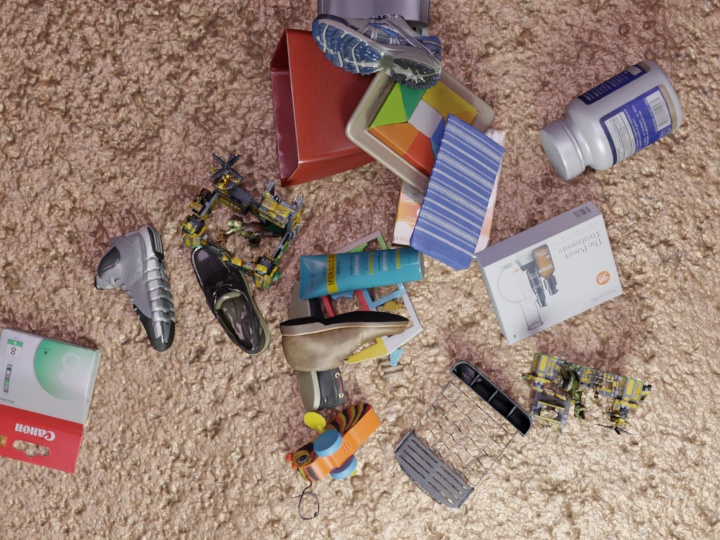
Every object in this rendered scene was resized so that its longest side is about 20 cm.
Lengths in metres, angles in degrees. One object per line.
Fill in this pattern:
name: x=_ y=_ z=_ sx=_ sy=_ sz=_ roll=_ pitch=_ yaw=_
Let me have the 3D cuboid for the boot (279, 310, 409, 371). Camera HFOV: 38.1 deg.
boot: x=-0.022 y=0.105 z=1.583 sx=0.196 sy=0.074 sz=0.077 roll=-7 pitch=97 yaw=-5

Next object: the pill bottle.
pill bottle: x=0.384 y=-0.227 z=1.618 sx=0.198 sy=0.120 sz=0.121 roll=-28 pitch=86 yaw=0

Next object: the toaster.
toaster: x=0.024 y=-0.413 z=1.600 sx=0.177 sy=0.200 sz=0.121 roll=1 pitch=82 yaw=1

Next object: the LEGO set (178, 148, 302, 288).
LEGO set: x=-0.180 y=-0.081 z=1.599 sx=0.199 sy=0.116 sz=0.154 roll=36 pitch=65 yaw=10

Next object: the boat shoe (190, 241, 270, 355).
boat shoe: x=-0.206 y=0.041 z=1.644 sx=0.073 sy=0.065 sz=0.202 roll=-34 pitch=85 yaw=1

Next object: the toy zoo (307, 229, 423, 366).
toy zoo: x=0.013 y=0.056 z=1.630 sx=0.129 sy=0.020 sz=0.203 roll=-24 pitch=79 yaw=6

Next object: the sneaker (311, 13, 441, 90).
sneaker: x=0.027 y=-0.329 z=1.499 sx=0.197 sy=0.077 sz=0.086 roll=20 pitch=60 yaw=-4

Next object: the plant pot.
plant pot: x=-0.035 y=-0.248 z=1.604 sx=0.173 sy=0.200 sz=0.204 roll=-5 pitch=86 yaw=-13

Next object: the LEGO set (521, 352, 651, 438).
LEGO set: x=0.332 y=0.204 z=1.580 sx=0.196 sy=0.154 sz=0.118 roll=15 pitch=87 yaw=6

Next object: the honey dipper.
honey dipper: x=0.030 y=0.067 z=1.653 sx=0.037 sy=0.038 sz=0.204 roll=-13 pitch=84 yaw=1

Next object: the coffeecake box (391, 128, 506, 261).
coffeecake box: x=0.138 y=-0.127 z=1.641 sx=0.150 sy=0.073 sz=0.204 roll=9 pitch=86 yaw=1

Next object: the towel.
towel: x=0.142 y=-0.112 z=1.549 sx=0.024 sy=0.144 sz=0.204 roll=13 pitch=84 yaw=44

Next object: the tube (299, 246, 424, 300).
tube: x=0.000 y=0.000 z=1.608 sx=0.196 sy=0.051 sz=0.079 roll=-8 pitch=54 yaw=12

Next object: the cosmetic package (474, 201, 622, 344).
cosmetic package: x=0.291 y=0.005 z=1.606 sx=0.197 sy=0.052 sz=0.152 roll=-24 pitch=121 yaw=0

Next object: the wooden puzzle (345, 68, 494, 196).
wooden puzzle: x=0.094 y=-0.221 z=1.544 sx=0.199 sy=0.037 sz=0.187 roll=37 pitch=70 yaw=-18

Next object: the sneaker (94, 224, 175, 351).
sneaker: x=-0.362 y=0.037 z=1.652 sx=0.113 sy=0.075 sz=0.204 roll=-12 pitch=76 yaw=6

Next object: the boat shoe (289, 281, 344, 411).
boat shoe: x=-0.069 y=0.117 z=1.639 sx=0.062 sy=0.073 sz=0.206 roll=-5 pitch=78 yaw=-27

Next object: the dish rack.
dish rack: x=0.153 y=0.261 z=1.622 sx=0.153 sy=0.055 sz=0.201 roll=39 pitch=89 yaw=10

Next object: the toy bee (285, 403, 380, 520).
toy bee: x=-0.064 y=0.277 z=1.606 sx=0.198 sy=0.108 sz=0.133 roll=-25 pitch=109 yaw=-40

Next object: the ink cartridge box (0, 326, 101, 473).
ink cartridge box: x=-0.510 y=0.206 z=1.652 sx=0.158 sy=0.050 sz=0.204 roll=13 pitch=85 yaw=2
